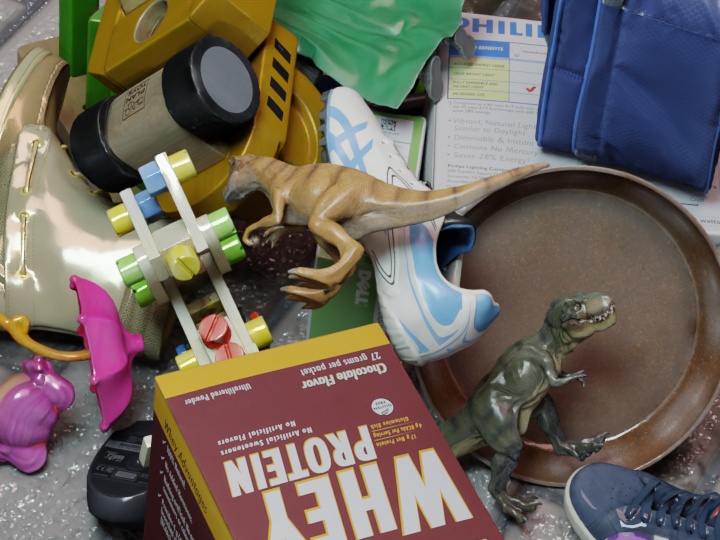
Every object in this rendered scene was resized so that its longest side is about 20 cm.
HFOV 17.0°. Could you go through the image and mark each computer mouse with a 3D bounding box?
[{"bbox_3d":[-0.107,0.096,1.477,0.058,0.034,0.200,9,36,25],"label":"computer mouse"}]

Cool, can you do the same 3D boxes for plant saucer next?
[{"bbox_3d":[0.129,0.032,1.481,0.199,0.202,0.035,7,12,-1],"label":"plant saucer"}]

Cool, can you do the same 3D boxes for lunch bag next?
[{"bbox_3d":[0.173,-0.159,1.474,0.131,0.201,0.136,14,49,10],"label":"lunch bag"}]

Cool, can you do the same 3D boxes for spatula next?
[{"bbox_3d":[0.097,-0.120,1.706,0.198,0.057,0.021,-4,66,-12],"label":"spatula"}]

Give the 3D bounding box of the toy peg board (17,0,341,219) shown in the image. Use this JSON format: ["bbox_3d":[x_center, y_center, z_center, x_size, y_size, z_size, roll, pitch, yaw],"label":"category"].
[{"bbox_3d":[-0.109,-0.141,1.665,0.198,0.098,0.200,-17,50,-23],"label":"toy peg board"}]

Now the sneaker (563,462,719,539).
[{"bbox_3d":[0.214,0.154,1.420,0.199,0.085,0.075,26,50,18],"label":"sneaker"}]

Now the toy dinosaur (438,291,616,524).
[{"bbox_3d":[0.093,0.096,1.458,0.088,0.200,0.047,47,11,-5],"label":"toy dinosaur"}]

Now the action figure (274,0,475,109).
[{"bbox_3d":[-0.021,-0.164,1.602,0.199,0.055,0.118,19,54,33],"label":"action figure"}]

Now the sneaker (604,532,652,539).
[{"bbox_3d":[0.156,0.224,1.334,0.080,0.084,0.201,3,47,2],"label":"sneaker"}]

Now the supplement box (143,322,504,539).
[{"bbox_3d":[-0.021,0.177,1.280,0.132,0.201,0.198,-13,48,-21],"label":"supplement box"}]

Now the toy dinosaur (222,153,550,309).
[{"bbox_3d":[-0.004,-0.034,1.369,0.199,0.060,0.107,8,70,26],"label":"toy dinosaur"}]

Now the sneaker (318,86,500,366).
[{"bbox_3d":[0.026,-0.033,1.437,0.072,0.072,0.201,-24,57,3],"label":"sneaker"}]

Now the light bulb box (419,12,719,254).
[{"bbox_3d":[0.137,-0.055,1.595,0.197,0.125,0.201,6,43,-2],"label":"light bulb box"}]

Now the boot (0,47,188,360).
[{"bbox_3d":[-0.172,-0.043,1.547,0.154,0.073,0.201,10,61,6],"label":"boot"}]

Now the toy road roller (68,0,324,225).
[{"bbox_3d":[-0.085,-0.118,1.517,0.146,0.123,0.201,33,47,-33],"label":"toy road roller"}]

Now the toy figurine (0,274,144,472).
[{"bbox_3d":[-0.227,0.053,1.435,0.183,0.201,0.150,28,7,-7],"label":"toy figurine"}]

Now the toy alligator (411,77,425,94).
[{"bbox_3d":[0.018,-0.156,1.723,0.199,0.059,0.055,20,87,-6],"label":"toy alligator"}]

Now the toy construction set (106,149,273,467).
[{"bbox_3d":[-0.088,0.041,1.403,0.091,0.131,0.201,-12,60,3],"label":"toy construction set"}]

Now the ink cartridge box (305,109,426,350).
[{"bbox_3d":[0.000,0.000,1.533,0.059,0.104,0.201,8,44,0],"label":"ink cartridge box"}]
